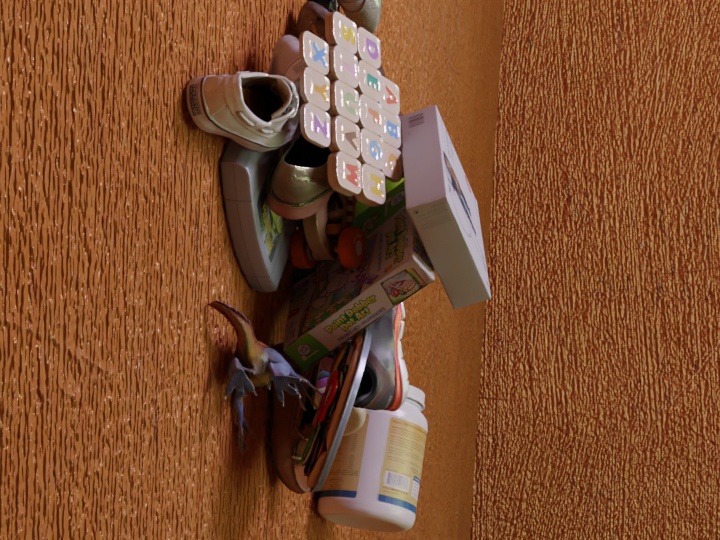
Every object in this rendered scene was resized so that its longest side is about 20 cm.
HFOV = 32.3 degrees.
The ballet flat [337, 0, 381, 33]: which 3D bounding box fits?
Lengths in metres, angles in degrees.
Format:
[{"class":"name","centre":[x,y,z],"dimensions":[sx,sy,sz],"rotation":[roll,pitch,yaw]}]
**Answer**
[{"class":"ballet flat","centre":[-0.015,-0.405,1.636],"dimensions":[0.062,0.067,0.201],"rotation":[-26,120,-43]}]

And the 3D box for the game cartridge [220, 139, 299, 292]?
[{"class":"game cartridge","centre":[-0.108,-0.076,1.369],"dimensions":[0.201,0.041,0.133],"rotation":[80,23,-47]}]

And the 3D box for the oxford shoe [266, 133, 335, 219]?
[{"class":"oxford shoe","centre":[-0.027,-0.133,1.355],"dimensions":[0.200,0.071,0.074],"rotation":[-50,160,-43]}]

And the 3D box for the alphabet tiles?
[{"class":"alphabet tiles","centre":[-0.005,-0.174,1.345],"dimensions":[0.195,0.015,0.201],"rotation":[21,63,-56]}]

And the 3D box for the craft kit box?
[{"class":"craft kit box","centre":[0.000,0.000,1.474],"dimensions":[0.049,0.197,0.200],"rotation":[47,22,-23]}]

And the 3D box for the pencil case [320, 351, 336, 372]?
[{"class":"pencil case","centre":[-0.034,0.033,1.630],"dimensions":[0.088,0.087,0.201],"rotation":[71,28,-61]}]

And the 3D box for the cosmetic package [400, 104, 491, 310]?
[{"class":"cosmetic package","centre":[0.097,-0.076,1.437],"dimensions":[0.200,0.051,0.151],"rotation":[-91,160,-53]}]

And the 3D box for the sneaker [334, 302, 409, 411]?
[{"class":"sneaker","centre":[0.006,0.077,1.544],"dimensions":[0.077,0.082,0.201],"rotation":[-26,-108,54]}]

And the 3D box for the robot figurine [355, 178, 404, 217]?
[{"class":"robot figurine","centre":[0.037,-0.102,1.688],"dimensions":[0.200,0.175,0.116],"rotation":[137,-50,-56]}]

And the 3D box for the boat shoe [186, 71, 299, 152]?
[{"class":"boat shoe","centre":[-0.095,-0.164,1.240],"dimensions":[0.200,0.069,0.071],"rotation":[7,74,-67]}]

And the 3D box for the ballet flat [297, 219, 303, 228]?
[{"class":"ballet flat","centre":[-0.047,-0.132,1.536],"dimensions":[0.070,0.067,0.201],"rotation":[-49,142,-56]}]

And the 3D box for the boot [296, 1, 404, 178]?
[{"class":"boot","centre":[-0.005,-0.217,1.513],"dimensions":[0.187,0.064,0.200],"rotation":[68,13,19]}]

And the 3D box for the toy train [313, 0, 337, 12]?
[{"class":"toy train","centre":[-0.043,-0.341,1.557],"dimensions":[0.046,0.034,0.201],"rotation":[-74,164,-51]}]

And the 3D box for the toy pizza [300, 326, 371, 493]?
[{"class":"toy pizza","centre":[-0.032,0.156,1.426],"dimensions":[0.200,0.032,0.201],"rotation":[-161,-90,-87]}]

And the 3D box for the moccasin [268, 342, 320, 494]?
[{"class":"moccasin","centre":[-0.069,0.184,1.535],"dimensions":[0.074,0.077,0.202],"rotation":[-49,142,-69]}]

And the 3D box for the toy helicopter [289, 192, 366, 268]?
[{"class":"toy helicopter","centre":[-0.023,-0.096,1.465],"dimensions":[0.200,0.079,0.133],"rotation":[-55,137,-53]}]

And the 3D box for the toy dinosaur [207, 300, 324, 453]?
[{"class":"toy dinosaur","centre":[-0.099,0.102,1.375],"dimensions":[0.182,0.104,0.201],"rotation":[-111,-168,-77]}]

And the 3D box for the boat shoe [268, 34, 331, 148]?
[{"class":"boat shoe","centre":[-0.074,-0.186,1.404],"dimensions":[0.069,0.072,0.200],"rotation":[56,-12,24]}]

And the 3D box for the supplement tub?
[{"class":"supplement tub","centre":[0.021,0.270,1.814],"dimensions":[0.145,0.144,0.201],"rotation":[64,34,-66]}]

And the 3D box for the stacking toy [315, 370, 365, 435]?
[{"class":"stacking toy","centre":[-0.021,0.134,1.741],"dimensions":[0.200,0.085,0.086],"rotation":[-76,165,-49]}]
